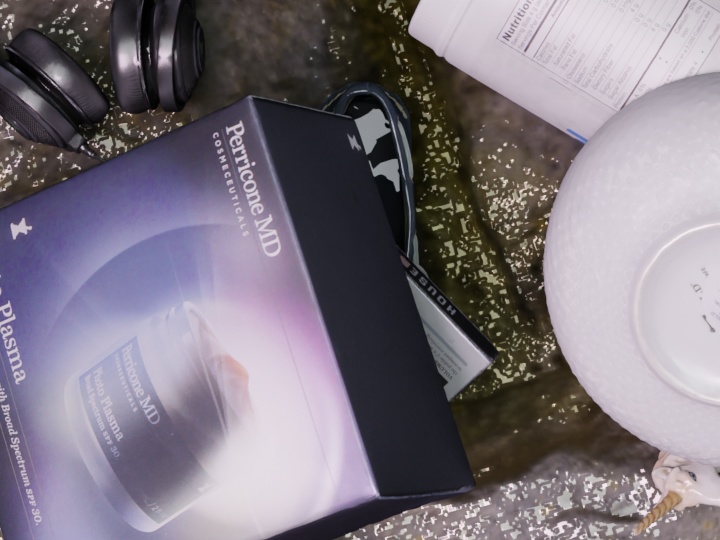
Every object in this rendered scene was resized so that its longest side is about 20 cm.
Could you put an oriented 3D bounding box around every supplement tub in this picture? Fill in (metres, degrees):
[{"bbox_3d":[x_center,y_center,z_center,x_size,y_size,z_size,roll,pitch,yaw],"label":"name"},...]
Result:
[{"bbox_3d":[0.141,-0.125,1.323,0.200,0.132,0.132,31,89,2],"label":"supplement tub"}]

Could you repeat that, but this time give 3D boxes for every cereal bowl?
[{"bbox_3d":[0.182,0.009,1.244,0.200,0.083,0.200,4,109,13],"label":"cereal bowl"}]

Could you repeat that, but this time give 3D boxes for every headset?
[{"bbox_3d":[-0.136,-0.099,1.368,0.123,0.094,0.200,-21,73,-1],"label":"headset"}]

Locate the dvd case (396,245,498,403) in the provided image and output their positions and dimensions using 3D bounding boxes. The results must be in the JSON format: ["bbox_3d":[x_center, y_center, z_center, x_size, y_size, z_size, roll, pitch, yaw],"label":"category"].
[{"bbox_3d":[-0.048,0.055,1.335,0.150,0.025,0.200,45,112,0],"label":"dvd case"}]

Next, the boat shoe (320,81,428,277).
[{"bbox_3d":[0.000,0.000,1.355,0.075,0.062,0.200,7,89,1],"label":"boat shoe"}]

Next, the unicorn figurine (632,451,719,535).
[{"bbox_3d":[0.234,0.067,1.354,0.137,0.074,0.200,13,74,10],"label":"unicorn figurine"}]

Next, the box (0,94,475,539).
[{"bbox_3d":[-0.080,0.045,1.238,0.198,0.123,0.200,-23,78,21],"label":"box"}]
